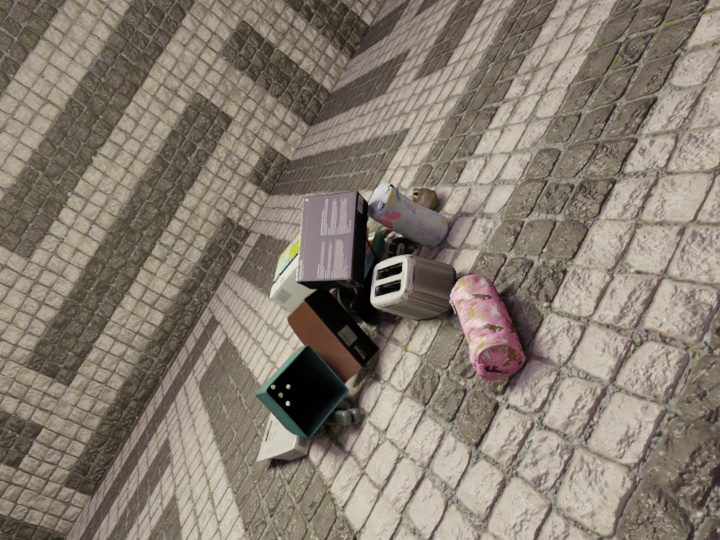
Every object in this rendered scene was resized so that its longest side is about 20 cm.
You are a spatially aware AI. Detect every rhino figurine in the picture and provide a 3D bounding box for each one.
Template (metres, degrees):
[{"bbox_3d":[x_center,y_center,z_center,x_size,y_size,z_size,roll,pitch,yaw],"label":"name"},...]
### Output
[{"bbox_3d":[0.139,-0.124,1.355,0.087,0.059,0.203,-2,61,60],"label":"rhino figurine"}]

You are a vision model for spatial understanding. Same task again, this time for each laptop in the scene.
[{"bbox_3d":[0.000,0.000,1.290,0.202,0.115,0.187,-62,-19,-9],"label":"laptop"}]

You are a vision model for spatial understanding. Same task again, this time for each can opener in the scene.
[{"bbox_3d":[-0.064,0.342,1.206,0.199,0.052,0.068,-26,72,54],"label":"can opener"}]

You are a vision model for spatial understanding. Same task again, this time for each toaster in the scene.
[{"bbox_3d":[0.109,0.035,1.104,0.199,0.127,0.116,-16,64,57],"label":"toaster"}]

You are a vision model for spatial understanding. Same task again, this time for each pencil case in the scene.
[{"bbox_3d":[0.213,0.093,0.906,0.087,0.082,0.201,-46,26,23],"label":"pencil case"},{"bbox_3d":[0.112,-0.126,1.236,0.091,0.198,0.083,-57,30,13],"label":"pencil case"}]

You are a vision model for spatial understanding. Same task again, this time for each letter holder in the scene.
[{"bbox_3d":[-0.084,0.165,1.232,0.142,0.200,0.100,-43,-4,29],"label":"letter holder"}]

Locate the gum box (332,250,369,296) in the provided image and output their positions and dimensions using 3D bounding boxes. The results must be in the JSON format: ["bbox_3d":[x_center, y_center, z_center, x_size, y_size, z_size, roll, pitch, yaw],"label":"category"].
[{"bbox_3d":[-0.047,0.017,1.539,0.200,0.066,0.114,-49,23,21],"label":"gum box"}]

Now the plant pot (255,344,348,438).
[{"bbox_3d":[-0.153,0.281,1.216,0.141,0.142,0.199,-45,8,-29],"label":"plant pot"}]

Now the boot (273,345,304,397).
[{"bbox_3d":[-0.134,0.250,1.412,0.153,0.073,0.200,-30,14,28],"label":"boot"}]

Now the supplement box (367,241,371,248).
[{"bbox_3d":[-0.048,-0.046,1.623,0.201,0.066,0.069,-49,24,17],"label":"supplement box"}]

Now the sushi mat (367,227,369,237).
[{"bbox_3d":[-0.002,-0.018,1.403,0.096,0.012,0.204,5,-88,-75],"label":"sushi mat"}]

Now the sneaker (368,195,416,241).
[{"bbox_3d":[0.067,-0.161,1.491,0.199,0.092,0.076,-32,32,30],"label":"sneaker"}]

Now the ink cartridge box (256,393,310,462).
[{"bbox_3d":[-0.184,0.406,1.359,0.199,0.050,0.163,-38,30,45],"label":"ink cartridge box"}]

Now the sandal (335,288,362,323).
[{"bbox_3d":[-0.032,0.057,1.317,0.074,0.203,0.048,-8,31,3],"label":"sandal"}]

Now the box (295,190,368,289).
[{"bbox_3d":[-0.062,-0.066,1.189,0.139,0.079,0.204,-2,75,21],"label":"box"}]

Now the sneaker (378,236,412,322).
[{"bbox_3d":[0.090,0.029,1.264,0.090,0.077,0.203,75,-152,-73],"label":"sneaker"}]

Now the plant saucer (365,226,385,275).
[{"bbox_3d":[0.034,-0.021,1.442,0.019,0.070,0.203,6,57,18],"label":"plant saucer"}]

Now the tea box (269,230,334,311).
[{"bbox_3d":[-0.141,-0.011,1.507,0.200,0.133,0.198,-46,23,29],"label":"tea box"}]
